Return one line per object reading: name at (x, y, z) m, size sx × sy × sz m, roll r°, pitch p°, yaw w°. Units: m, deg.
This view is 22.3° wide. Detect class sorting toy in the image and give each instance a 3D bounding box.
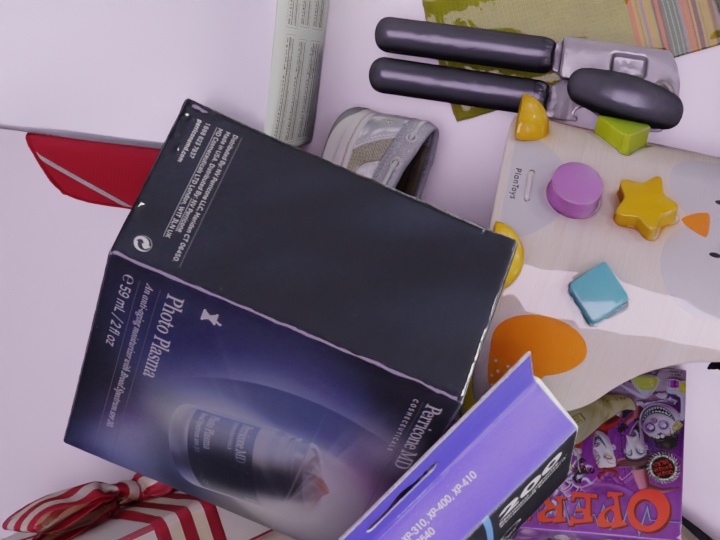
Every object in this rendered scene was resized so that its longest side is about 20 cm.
sorting toy at (0.169, -0.018, 1.078) m, size 0.178 × 0.107 × 0.201 m, roll 7°, pitch 56°, yaw 9°

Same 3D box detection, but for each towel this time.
towel at (0.144, -0.163, 1.165) m, size 0.198 × 0.018 × 0.087 m, roll -16°, pitch 93°, yaw 8°

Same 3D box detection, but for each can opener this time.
can opener at (0.104, -0.125, 1.139) m, size 0.198 × 0.066 × 0.053 m, roll 9°, pitch 86°, yaw 9°

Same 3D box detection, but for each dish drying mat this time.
dish drying mat at (-0.105, -0.052, 1.126) m, size 0.198 × 0.077 × 0.018 m, roll 10°, pitch 62°, yaw 17°

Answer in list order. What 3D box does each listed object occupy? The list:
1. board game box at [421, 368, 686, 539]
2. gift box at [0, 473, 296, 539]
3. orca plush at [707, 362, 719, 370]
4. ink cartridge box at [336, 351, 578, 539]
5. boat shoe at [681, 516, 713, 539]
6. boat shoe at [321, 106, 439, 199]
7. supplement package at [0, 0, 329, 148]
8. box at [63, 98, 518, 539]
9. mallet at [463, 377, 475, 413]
board game box at (0.105, 0.112, 1.162) m, size 0.198 × 0.032 × 0.121 m, roll 4°, pitch 65°, yaw 6°
gift box at (-0.134, 0.213, 1.139) m, size 0.184 × 0.199 × 0.188 m, roll -22°, pitch 98°, yaw -34°
orca plush at (0.308, 0.029, 1.101) m, size 0.071 × 0.199 × 0.106 m, roll 51°, pitch 140°, yaw 22°
ink cartridge box at (0.038, 0.149, 1.004) m, size 0.198 × 0.200 × 0.043 m, roll -44°, pitch 73°, yaw -8°
boat shoe at (0.167, 0.174, 1.176) m, size 0.199 × 0.063 × 0.071 m, roll 32°, pitch 100°, yaw 3°
boat shoe at (0.001, -0.001, 1.160) m, size 0.064 × 0.074 × 0.204 m, roll 11°, pitch 87°, yaw 30°
supplement package at (-0.125, -0.154, 1.104) m, size 0.190 × 0.200 × 0.148 m, roll 7°, pitch 97°, yaw 6°
box at (-0.044, 0.042, 1.016) m, size 0.197 × 0.124 × 0.200 m, roll 22°, pitch 143°, yaw -1°
mallet at (0.062, 0.085, 1.146) m, size 0.065 × 0.041 × 0.202 m, roll 1°, pitch 66°, yaw 3°
